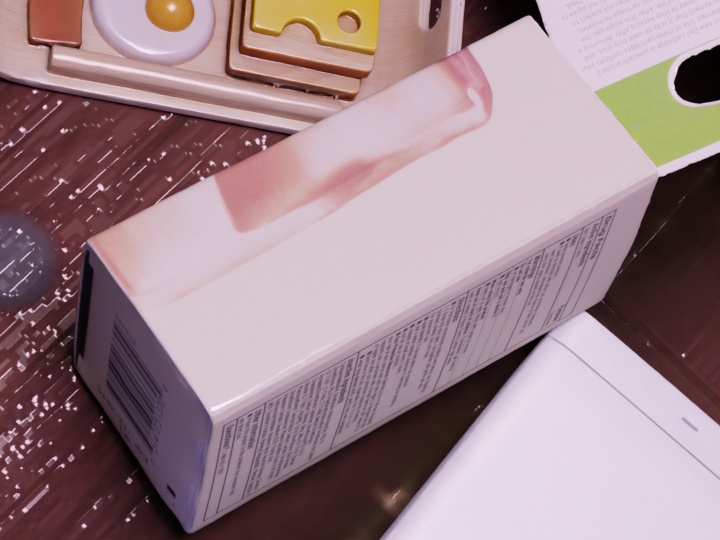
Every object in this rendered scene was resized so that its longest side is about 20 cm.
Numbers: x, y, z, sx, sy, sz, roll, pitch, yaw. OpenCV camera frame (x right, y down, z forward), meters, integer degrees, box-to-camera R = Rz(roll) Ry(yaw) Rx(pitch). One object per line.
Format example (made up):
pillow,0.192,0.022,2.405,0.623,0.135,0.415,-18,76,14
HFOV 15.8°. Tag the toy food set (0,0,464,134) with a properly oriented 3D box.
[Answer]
toy food set,-0.053,-0.137,1.034,0.199,0.060,0.144,10,67,-13

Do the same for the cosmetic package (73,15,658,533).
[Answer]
cosmetic package,0.000,0.000,0.964,0.199,0.104,0.087,-27,67,-24

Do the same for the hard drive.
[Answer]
hard drive,0.073,0.126,0.991,0.132,0.027,0.200,41,64,1

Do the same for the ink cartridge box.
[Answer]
ink cartridge box,0.134,-0.141,1.027,0.147,0.076,0.201,-23,75,14
